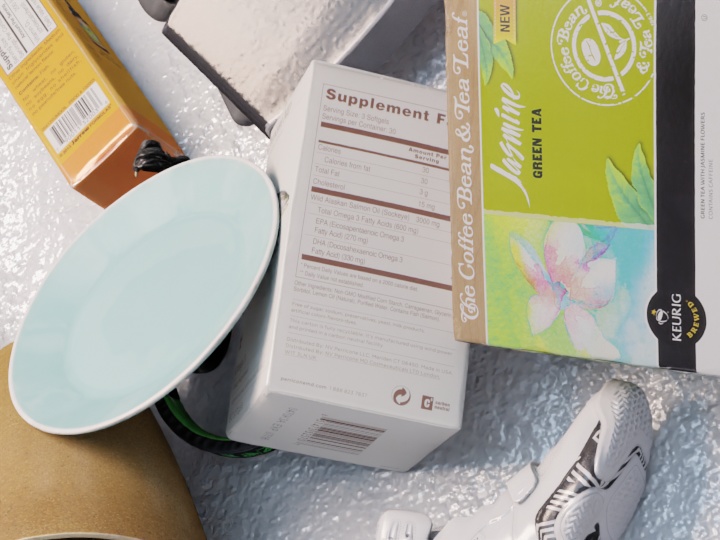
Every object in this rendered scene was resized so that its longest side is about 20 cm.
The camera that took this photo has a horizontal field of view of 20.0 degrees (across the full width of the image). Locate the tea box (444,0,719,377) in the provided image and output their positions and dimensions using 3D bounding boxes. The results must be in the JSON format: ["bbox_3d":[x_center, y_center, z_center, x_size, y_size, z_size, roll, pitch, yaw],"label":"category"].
[{"bbox_3d":[0.160,-0.061,1.096,0.196,0.133,0.201,6,106,32],"label":"tea box"}]

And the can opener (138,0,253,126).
[{"bbox_3d":[-0.103,-0.165,1.393,0.067,0.053,0.201,-55,48,37],"label":"can opener"}]

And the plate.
[{"bbox_3d":[-0.122,0.017,1.189,0.199,0.026,0.201,-27,37,23],"label":"plate"}]

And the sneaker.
[{"bbox_3d":[0.078,0.140,1.135,0.114,0.075,0.201,22,84,31],"label":"sneaker"}]

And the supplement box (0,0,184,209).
[{"bbox_3d":[-0.201,-0.130,1.411,0.069,0.066,0.200,-41,55,10],"label":"supplement box"}]

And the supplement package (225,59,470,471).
[{"bbox_3d":[0.000,0.000,1.189,0.117,0.117,0.201,12,69,-11],"label":"supplement package"}]

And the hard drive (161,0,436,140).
[{"bbox_3d":[-0.027,-0.187,1.281,0.135,0.042,0.200,45,101,13],"label":"hard drive"}]

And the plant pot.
[{"bbox_3d":[-0.180,0.139,1.229,0.186,0.186,0.201,-26,44,16],"label":"plant pot"}]

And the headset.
[{"bbox_3d":[-0.091,0.016,1.270,0.123,0.094,0.201,-25,67,16],"label":"headset"}]
